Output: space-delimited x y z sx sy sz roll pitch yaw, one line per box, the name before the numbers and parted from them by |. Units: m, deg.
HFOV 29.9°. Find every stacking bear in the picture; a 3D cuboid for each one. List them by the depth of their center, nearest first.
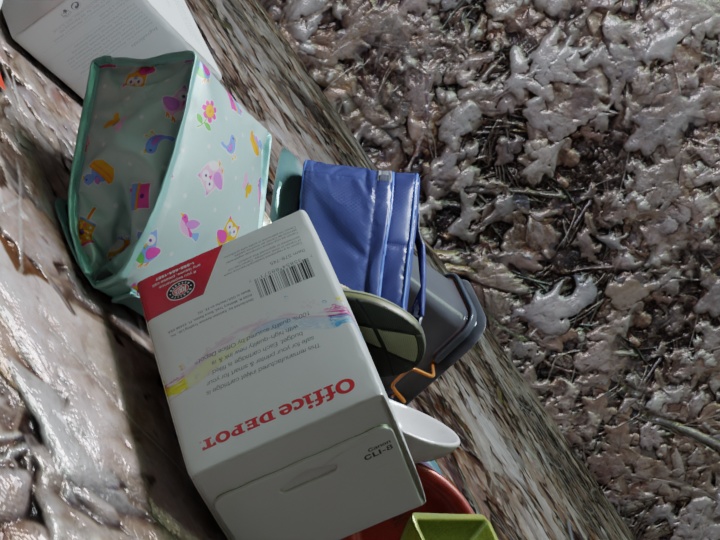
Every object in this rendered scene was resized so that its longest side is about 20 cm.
stacking bear | 0.026 0.209 1.285 0.114 0.121 0.200 63 -1 -9

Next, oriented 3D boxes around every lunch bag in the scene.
lunch bag | -0.159 -0.053 1.110 0.170 0.121 0.201 42 52 -62
lunch bag | 0.000 0.000 1.323 0.136 0.132 0.201 94 1 -71

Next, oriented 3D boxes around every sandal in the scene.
sandal | -0.036 0.034 1.167 0.057 0.200 0.080 -50 147 -51

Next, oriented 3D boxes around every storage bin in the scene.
storage bin | 0.016 0.066 1.477 0.134 0.200 0.146 39 17 -29

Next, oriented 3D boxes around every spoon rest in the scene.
spoon rest | -0.006 0.121 1.177 0.199 0.061 0.099 14 10 -12

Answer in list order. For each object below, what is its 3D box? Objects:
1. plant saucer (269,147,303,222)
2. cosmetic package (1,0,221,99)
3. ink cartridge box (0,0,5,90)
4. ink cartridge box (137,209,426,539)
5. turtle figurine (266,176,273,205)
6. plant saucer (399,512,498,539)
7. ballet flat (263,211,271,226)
plant saucer | -0.077 -0.024 1.383 0.200 0.027 0.201 -174 -90 -90
cosmetic package | -0.261 -0.271 1.324 0.200 0.123 0.200 42 17 -55
ink cartridge box | -0.345 -0.264 1.097 0.200 0.057 0.163 57 7 33
ink cartridge box | -0.060 0.090 1.004 0.145 0.145 0.200 68 -1 -46
turtle figurine | -0.152 -0.075 1.314 0.150 0.100 0.201 -80 159 -51
plant saucer | 0.096 0.296 1.082 0.200 0.048 0.200 65 16 19
ballet flat | -0.104 -0.015 1.234 0.076 0.064 0.201 -19 102 -48
